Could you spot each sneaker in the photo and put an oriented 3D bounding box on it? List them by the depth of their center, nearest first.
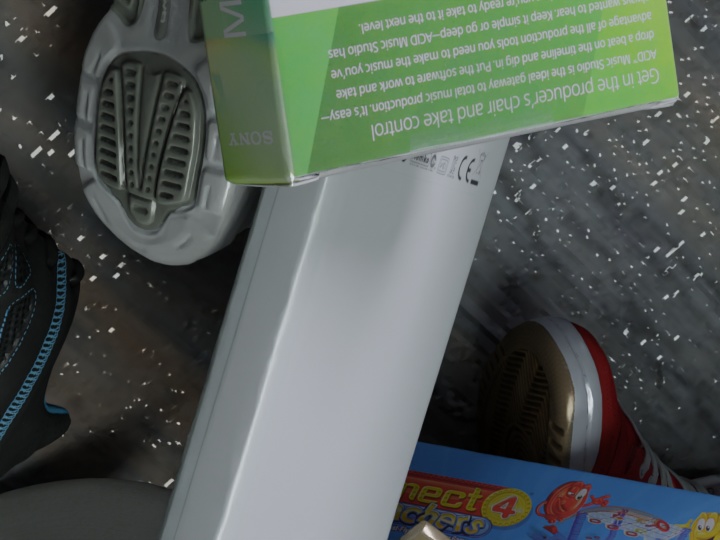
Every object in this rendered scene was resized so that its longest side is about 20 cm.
[{"bbox_3d":[-0.028,-0.105,0.898,0.099,0.078,0.201,-16,124,-54],"label":"sneaker"},{"bbox_3d":[-0.130,-0.010,0.920,0.082,0.073,0.200,-23,139,-31],"label":"sneaker"},{"bbox_3d":[0.105,0.084,1.091,0.112,0.071,0.200,-13,136,-12],"label":"sneaker"}]

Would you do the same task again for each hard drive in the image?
[{"bbox_3d":[0.000,0.000,0.913,0.132,0.027,0.201,12,95,-67],"label":"hard drive"}]

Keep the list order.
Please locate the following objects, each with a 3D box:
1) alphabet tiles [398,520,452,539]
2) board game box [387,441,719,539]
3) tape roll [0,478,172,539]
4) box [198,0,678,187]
[{"bbox_3d":[0.075,0.164,1.007,0.200,0.008,0.167,38,140,-7],"label":"alphabet tiles"},{"bbox_3d":[0.068,0.155,1.051,0.056,0.199,0.196,-58,147,-40],"label":"board game box"},{"bbox_3d":[-0.111,0.155,0.954,0.202,0.203,0.037,-32,131,-1],"label":"tape roll"},{"bbox_3d":[0.014,-0.133,0.825,0.144,0.036,0.201,-13,97,-36],"label":"box"}]
